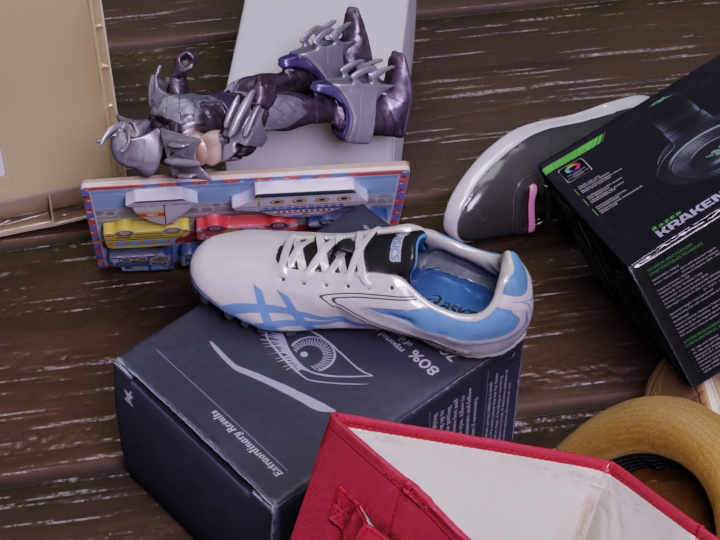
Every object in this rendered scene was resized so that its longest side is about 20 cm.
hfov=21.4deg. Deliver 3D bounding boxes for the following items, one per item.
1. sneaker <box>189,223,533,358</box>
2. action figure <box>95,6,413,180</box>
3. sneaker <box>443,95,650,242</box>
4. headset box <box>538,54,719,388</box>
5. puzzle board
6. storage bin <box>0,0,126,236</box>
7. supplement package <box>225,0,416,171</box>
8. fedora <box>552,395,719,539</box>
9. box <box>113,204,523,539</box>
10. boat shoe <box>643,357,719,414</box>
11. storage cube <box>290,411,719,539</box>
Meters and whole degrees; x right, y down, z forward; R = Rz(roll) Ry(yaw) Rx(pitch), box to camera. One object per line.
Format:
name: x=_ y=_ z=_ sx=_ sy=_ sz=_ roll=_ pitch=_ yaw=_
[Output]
sneaker: x=0.000 y=0.000 z=1.074 sx=0.198 sy=0.073 sz=0.072 roll=8 pitch=47 yaw=9
action figure: x=-0.070 y=-0.100 z=1.149 sx=0.198 sy=0.070 sz=0.130 roll=-18 pitch=32 yaw=-29
sneaker: x=0.155 y=-0.052 z=1.274 sx=0.199 sy=0.071 sz=0.099 roll=-23 pitch=45 yaw=-27
headset box: x=0.221 y=-0.045 z=1.157 sx=0.173 sy=0.093 sz=0.200 roll=-31 pitch=23 yaw=2
puzzle board: x=-0.072 y=-0.031 z=1.205 sx=0.197 sy=0.151 sz=0.018 roll=-4 pitch=73 yaw=-5
storage bin: x=-0.265 y=-0.125 z=1.256 sx=0.198 sy=0.201 sz=0.094 roll=-12 pitch=29 yaw=-13
supplement package: x=-0.025 y=-0.133 z=1.320 sx=0.116 sy=0.118 sz=0.201 roll=4 pitch=44 yaw=3
fedora: x=0.160 y=0.166 z=1.016 sx=0.081 sy=0.201 sz=0.202 roll=19 pitch=34 yaw=-34
box: x=-0.024 y=0.078 z=1.120 sx=0.199 sy=0.105 sz=0.148 roll=-32 pitch=54 yaw=-28
boat shoe: x=0.215 y=0.136 z=1.098 sx=0.069 sy=0.074 sz=0.202 roll=14 pitch=46 yaw=-27
storage cube: x=0.067 y=0.191 z=0.888 sx=0.198 sy=0.182 sz=0.171 roll=13 pitch=11 yaw=-29
